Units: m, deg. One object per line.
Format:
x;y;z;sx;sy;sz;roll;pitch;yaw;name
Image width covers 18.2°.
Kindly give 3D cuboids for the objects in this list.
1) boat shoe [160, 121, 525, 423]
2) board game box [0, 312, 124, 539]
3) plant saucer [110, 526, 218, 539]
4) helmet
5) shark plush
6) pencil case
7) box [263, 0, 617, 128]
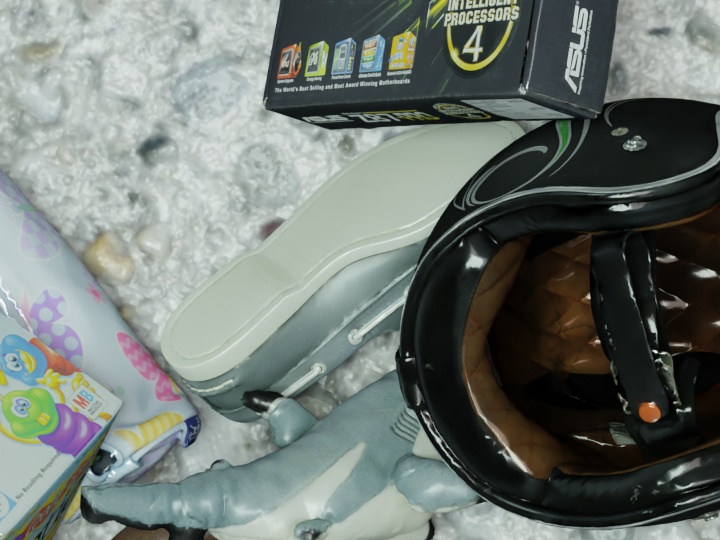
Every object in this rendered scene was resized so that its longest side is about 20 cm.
0.000;0.000;1.065;0.199;0.073;0.062;-35;129;-4;boat shoe
-0.201;0.119;0.992;0.103;0.105;0.201;34;130;5;board game box
-0.054;0.203;1.064;0.198;0.034;0.202;0;89;4;plant saucer
0.126;0.016;0.980;0.198;0.190;0.202;8;107;28;helmet
-0.032;0.092;1.029;0.198;0.091;0.084;-13;75;-13;shark plush
-0.164;0.022;1.051;0.083;0.091;0.201;-40;84;17;pencil case
0.040;-0.147;0.990;0.049;0.199;0.163;15;84;-34;box
